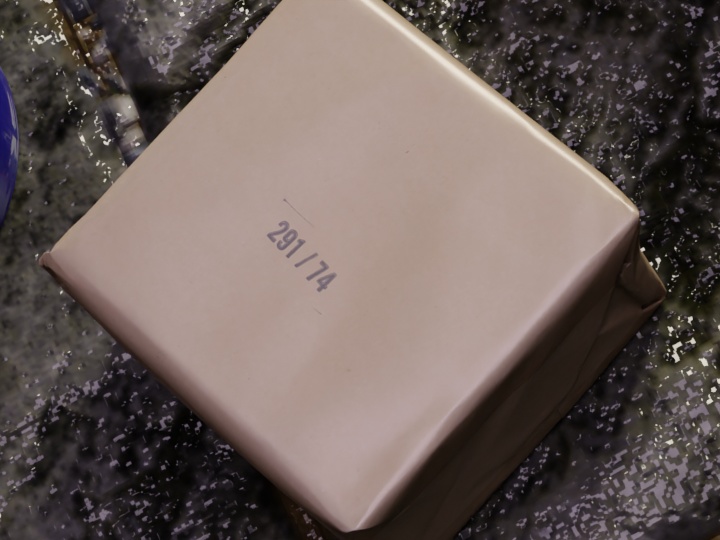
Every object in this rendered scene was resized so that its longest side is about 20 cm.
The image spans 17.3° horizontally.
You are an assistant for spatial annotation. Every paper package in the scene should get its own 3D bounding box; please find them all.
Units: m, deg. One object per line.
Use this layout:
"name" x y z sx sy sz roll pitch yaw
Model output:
"paper package" 0.000 0.000 1.032 0.200 0.104 0.191 40 85 24

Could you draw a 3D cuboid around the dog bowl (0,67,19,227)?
"dog bowl" -0.268 -0.061 1.137 0.198 0.079 0.202 -5 70 14
